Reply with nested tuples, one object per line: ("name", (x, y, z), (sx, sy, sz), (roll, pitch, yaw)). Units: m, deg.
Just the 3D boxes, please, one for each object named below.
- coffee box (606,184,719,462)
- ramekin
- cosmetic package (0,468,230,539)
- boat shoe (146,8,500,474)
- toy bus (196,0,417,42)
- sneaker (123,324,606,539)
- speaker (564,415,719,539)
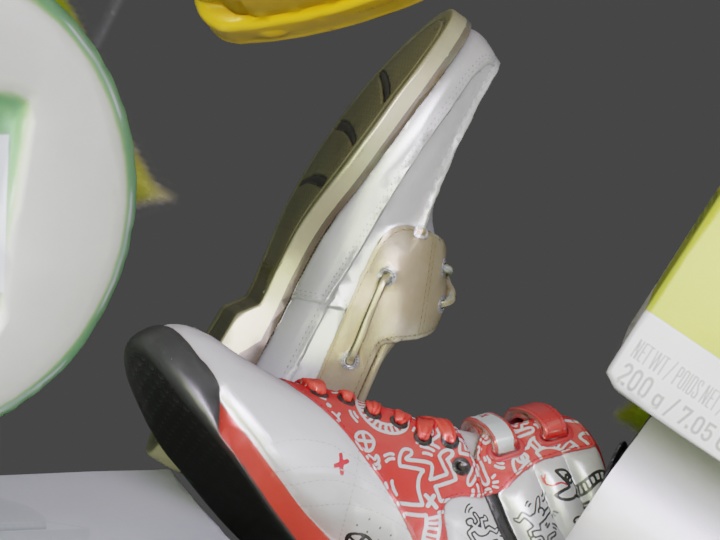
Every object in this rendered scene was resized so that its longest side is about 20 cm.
("coffee box", (0.219, 0.002, 0.923), (0.199, 0.200, 0.198), (34, 97, 6))
("ramekin", (-0.177, -0.032, 0.993), (0.199, 0.098, 0.201), (-4, 101, -23))
("cosmetic package", (-0.138, 0.154, 0.951), (0.198, 0.200, 0.124), (-1, 99, -16))
("boat shoe", (0.000, 0.000, 1.030), (0.068, 0.075, 0.200), (32, 97, -9))
("toy bus", (-0.039, -0.196, 0.952), (0.135, 0.192, 0.201), (-17, 82, 11))
("sneaker", (0.015, 0.071, 0.985), (0.201, 0.067, 0.108), (47, 70, -4))
("speaker", (0.158, 0.130, 0.916), (0.200, 0.081, 0.081), (35, 97, 9))
